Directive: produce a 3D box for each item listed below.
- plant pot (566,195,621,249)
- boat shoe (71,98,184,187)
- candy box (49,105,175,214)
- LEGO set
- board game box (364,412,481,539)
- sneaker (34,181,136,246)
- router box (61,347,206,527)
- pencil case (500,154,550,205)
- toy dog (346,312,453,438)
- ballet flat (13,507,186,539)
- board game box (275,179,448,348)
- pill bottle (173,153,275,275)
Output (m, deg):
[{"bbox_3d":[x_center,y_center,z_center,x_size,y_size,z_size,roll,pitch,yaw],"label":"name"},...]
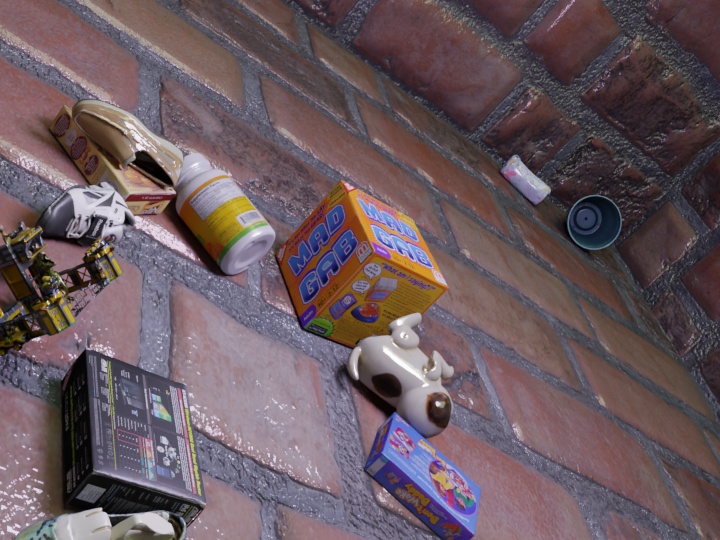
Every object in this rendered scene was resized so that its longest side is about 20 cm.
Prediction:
[{"bbox_3d":[0.864,-0.189,3.619,0.200,0.200,0.188,42,7,-4],"label":"plant pot"},{"bbox_3d":[-0.369,-0.198,1.526,0.199,0.072,0.077,27,45,-29],"label":"boat shoe"},{"bbox_3d":[-0.408,-0.181,1.581,0.200,0.055,0.115,51,25,15],"label":"candy box"},{"bbox_3d":[-0.392,0.000,1.157,0.117,0.153,0.200,65,28,-19],"label":"LEGO set"},{"bbox_3d":[0.105,0.339,1.558,0.200,0.045,0.135,42,22,-5],"label":"board game box"},{"bbox_3d":[-0.391,-0.075,1.398,0.088,0.074,0.200,43,23,3],"label":"sneaker"},{"bbox_3d":[-0.270,0.200,1.134,0.149,0.062,0.201,27,26,-34],"label":"router box"},{"bbox_3d":[0.611,-0.336,3.552,0.200,0.091,0.083,45,22,-1],"label":"pencil case"},{"bbox_3d":[0.085,0.195,1.663,0.201,0.140,0.193,54,26,20],"label":"toy dog"},{"bbox_3d":[-0.265,0.277,1.006,0.199,0.074,0.075,14,36,-50],"label":"ballet flat"},{"bbox_3d":[0.000,0.000,1.768,0.199,0.200,0.201,25,29,-39],"label":"board game box"},{"bbox_3d":[-0.246,-0.101,1.645,0.200,0.111,0.111,50,23,15],"label":"pill bottle"}]
